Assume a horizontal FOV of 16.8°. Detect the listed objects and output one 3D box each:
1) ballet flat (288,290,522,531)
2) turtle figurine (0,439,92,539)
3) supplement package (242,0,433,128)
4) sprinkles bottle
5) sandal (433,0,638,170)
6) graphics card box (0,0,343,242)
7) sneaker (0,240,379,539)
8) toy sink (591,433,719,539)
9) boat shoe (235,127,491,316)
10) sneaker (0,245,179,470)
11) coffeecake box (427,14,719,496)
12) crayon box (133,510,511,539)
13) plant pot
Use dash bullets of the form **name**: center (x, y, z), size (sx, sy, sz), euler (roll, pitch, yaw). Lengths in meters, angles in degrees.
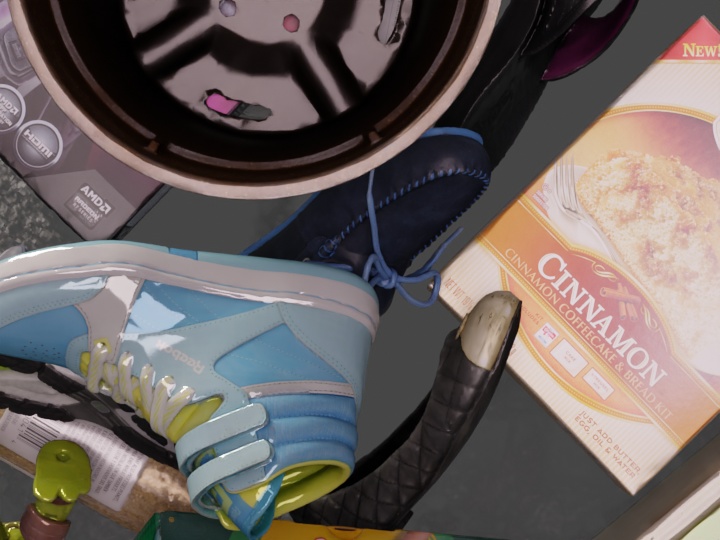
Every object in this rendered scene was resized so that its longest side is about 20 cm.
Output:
- **ballet flat**: center (0.023, 0.082, 1.244), size (0.057, 0.066, 0.200), euler (35, 123, 3)
- **turtle figurine**: center (-0.172, 0.157, 1.263), size (0.199, 0.064, 0.162), euler (19, 130, 12)
- **supplement package**: center (-0.052, -0.140, 1.255), size (0.199, 0.120, 0.122), euler (11, 92, 0)
- **sprinkles bottle**: center (-0.135, 0.092, 1.280), size (0.200, 0.068, 0.068), euler (30, 90, 0)
- **sandal**: center (0.110, -0.130, 1.277), size (0.048, 0.075, 0.201), euler (32, 94, 30)
- **graphics card box**: center (-0.100, -0.121, 1.171), size (0.125, 0.051, 0.200), euler (45, 92, -1)
- **sneaker**: center (-0.090, 0.060, 1.144), size (0.199, 0.080, 0.131), euler (2, 64, -3)
- **toy sink**: center (0.170, 0.189, 1.259), size (0.200, 0.112, 0.130), euler (-39, 90, 0)
- **boat shoe**: center (0.000, 0.000, 1.239), size (0.084, 0.200, 0.069), euler (11, 54, -34)
- **sneaker**: center (-0.110, 0.041, 1.234), size (0.199, 0.074, 0.081), euler (21, 57, -7)
- **coffeecake box**: center (0.158, -0.007, 1.279), size (0.200, 0.073, 0.154), euler (-45, 88, -1)
- **crayon box**: center (-0.014, 0.191, 1.209), size (0.199, 0.058, 0.119), euler (7, 59, -22)
- **plant pot**: center (-0.042, -0.129, 1.047), size (0.199, 0.198, 0.201), euler (0, 91, -1)
